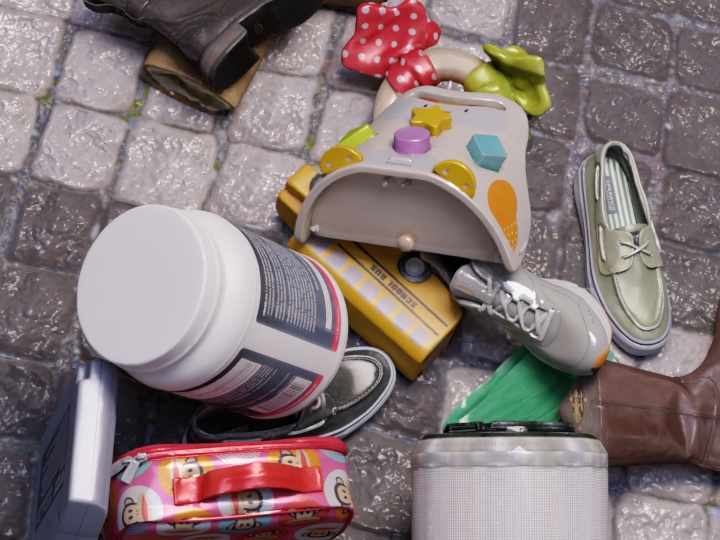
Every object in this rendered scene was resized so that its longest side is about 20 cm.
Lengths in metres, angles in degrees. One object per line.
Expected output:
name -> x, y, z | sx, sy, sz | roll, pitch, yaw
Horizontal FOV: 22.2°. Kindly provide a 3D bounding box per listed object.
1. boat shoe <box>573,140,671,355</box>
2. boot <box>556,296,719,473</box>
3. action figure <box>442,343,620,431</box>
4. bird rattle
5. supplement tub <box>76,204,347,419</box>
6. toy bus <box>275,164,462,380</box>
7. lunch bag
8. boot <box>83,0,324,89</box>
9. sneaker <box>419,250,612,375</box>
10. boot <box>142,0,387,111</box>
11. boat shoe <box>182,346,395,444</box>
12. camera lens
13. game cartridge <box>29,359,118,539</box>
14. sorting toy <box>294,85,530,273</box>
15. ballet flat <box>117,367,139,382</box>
boat shoe -> 0.238, -0.022, 1.678 | 0.071, 0.062, 0.201 | -9, 68, -12
boot -> 0.266, 0.087, 1.607 | 0.198, 0.064, 0.188 | 7, 66, -21
action figure -> 0.139, 0.123, 1.600 | 0.199, 0.055, 0.118 | -34, 76, -25
bird rattle -> 0.073, -0.160, 1.693 | 0.198, 0.113, 0.164 | 16, 80, 2
supplement tub -> -0.113, 0.033, 1.442 | 0.139, 0.200, 0.142 | -9, 71, 29
toy bus -> 0.000, 0.000, 1.632 | 0.200, 0.065, 0.078 | 41, 68, 10
lunch bag -> -0.108, 0.185, 1.458 | 0.198, 0.176, 0.083 | -1, 67, -19
boot -> -0.136, -0.273, 1.681 | 0.174, 0.069, 0.200 | 39, 72, 22
sneaker -> 0.124, 0.026, 1.570 | 0.092, 0.076, 0.200 | -2, 34, -49
boot -> -0.083, -0.228, 1.728 | 0.174, 0.066, 0.201 | 21, 63, 15
boat shoe -> -0.055, 0.115, 1.565 | 0.199, 0.071, 0.072 | -25, 71, -18
camera lens -> 0.119, 0.223, 1.466 | 0.158, 0.160, 0.202 | 1, 83, -8
game cartridge -> -0.228, 0.167, 1.446 | 0.041, 0.200, 0.134 | 13, 63, -14
sorting toy -> 0.061, -0.100, 1.580 | 0.198, 0.107, 0.180 | 8, 39, 19
ballet flat -> -0.124, 0.059, 1.588 | 0.198, 0.065, 0.071 | -4, 98, -14
